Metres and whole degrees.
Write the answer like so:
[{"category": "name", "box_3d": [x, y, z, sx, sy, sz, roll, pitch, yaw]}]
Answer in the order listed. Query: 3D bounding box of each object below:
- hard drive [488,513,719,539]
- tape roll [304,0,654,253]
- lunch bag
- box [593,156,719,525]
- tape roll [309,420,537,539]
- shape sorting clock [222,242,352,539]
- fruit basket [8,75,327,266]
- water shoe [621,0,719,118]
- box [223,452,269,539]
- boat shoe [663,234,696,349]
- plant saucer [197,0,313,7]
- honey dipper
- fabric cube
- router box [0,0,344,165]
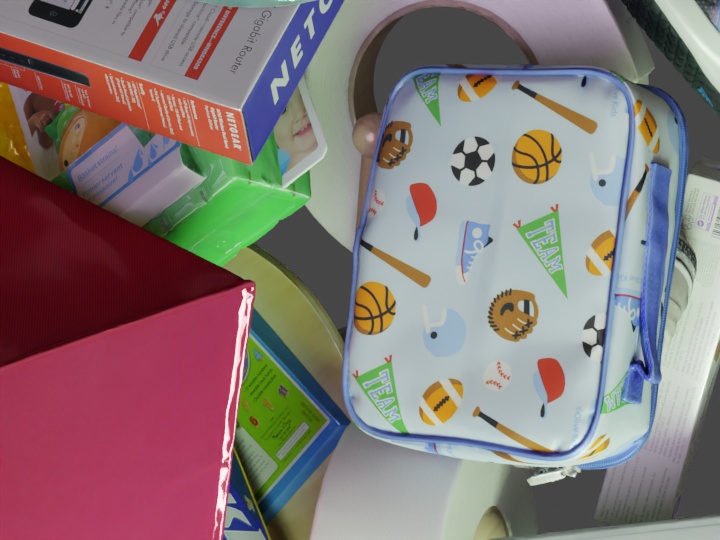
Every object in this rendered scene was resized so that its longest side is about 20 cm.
[{"category": "hard drive", "box_3d": [0.181, 0.155, 1.281, 0.199, 0.132, 0.026, -8, 65, 21]}, {"category": "tape roll", "box_3d": [0.050, -0.090, 1.295, 0.202, 0.037, 0.203, 6, 108, 18]}, {"category": "lunch bag", "box_3d": [0.078, 0.001, 1.195, 0.160, 0.076, 0.201, 5, 86, 31]}, {"category": "box", "box_3d": [0.166, 0.041, 1.293, 0.041, 0.039, 0.200, 17, 111, 15]}, {"category": "tape roll", "box_3d": [0.034, 0.172, 1.290, 0.071, 0.202, 0.203, 2, 107, 18]}, {"category": "shape sorting clock", "box_3d": [-0.077, 0.070, 1.369, 0.200, 0.039, 0.200, 15, 119, 29]}, {"category": "fruit basket", "box_3d": [-0.113, -0.096, 1.299, 0.185, 0.094, 0.200, -35, 67, 29]}, {"category": "water shoe", "box_3d": [0.197, -0.117, 1.231, 0.079, 0.072, 0.200, -39, 89, -3]}, {"category": "box", "box_3d": [-0.090, 0.157, 1.321, 0.064, 0.070, 0.200, -23, 88, 40]}, {"category": "boat shoe", "box_3d": [0.088, 0.040, 1.277, 0.200, 0.066, 0.072, -21, 129, 39]}, {"category": "plant saucer", "box_3d": [-0.044, -0.215, 1.218, 0.200, 0.200, 0.027, 16, 152, 14]}, {"category": "honey dipper", "box_3d": [0.000, 0.000, 1.300, 0.038, 0.038, 0.200, 15, 133, 14]}, {"category": "fabric cube", "box_3d": [-0.195, 0.078, 1.199, 0.199, 0.196, 0.200, 25, 118, 33]}, {"category": "router box", "box_3d": [-0.093, -0.167, 1.237, 0.179, 0.200, 0.049, 20, 153, 17]}]
